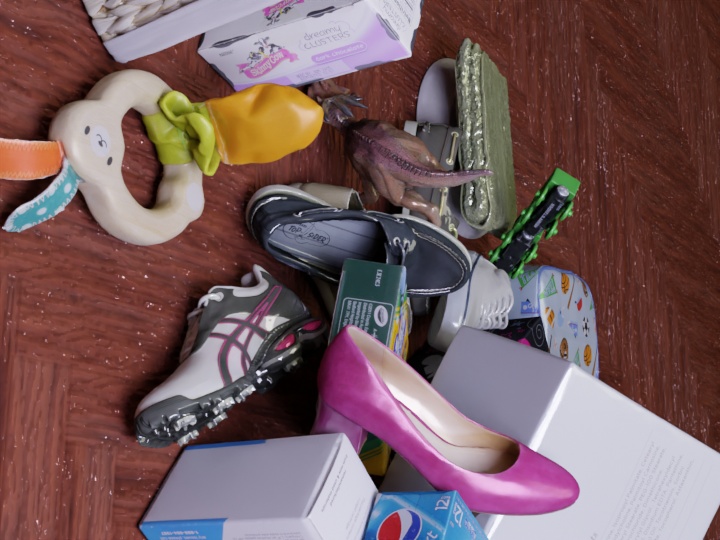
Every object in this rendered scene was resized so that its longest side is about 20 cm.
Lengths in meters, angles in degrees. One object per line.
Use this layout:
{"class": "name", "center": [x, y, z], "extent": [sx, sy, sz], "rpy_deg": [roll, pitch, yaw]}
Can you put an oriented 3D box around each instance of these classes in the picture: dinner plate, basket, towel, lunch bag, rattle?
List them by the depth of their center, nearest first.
{"class": "rattle", "center": [-0.137, -0.076, 0.861], "extent": [0.200, 0.143, 0.131], "rpy_deg": [-1, 102, -65]}
{"class": "basket", "center": [-0.105, -0.250, 0.893], "extent": [0.124, 0.200, 0.136], "rpy_deg": [60, 38, -25]}
{"class": "towel", "center": [0.131, -0.135, 1.340], "extent": [0.148, 0.036, 0.201], "rpy_deg": [13, 72, -71]}
{"class": "dinner plate", "center": [0.119, -0.135, 1.398], "extent": [0.200, 0.024, 0.201], "rpy_deg": [21, 66, -57]}
{"class": "lunch bag", "center": [0.208, 0.078, 1.446], "extent": [0.200, 0.075, 0.161], "rpy_deg": [12, 75, -59]}

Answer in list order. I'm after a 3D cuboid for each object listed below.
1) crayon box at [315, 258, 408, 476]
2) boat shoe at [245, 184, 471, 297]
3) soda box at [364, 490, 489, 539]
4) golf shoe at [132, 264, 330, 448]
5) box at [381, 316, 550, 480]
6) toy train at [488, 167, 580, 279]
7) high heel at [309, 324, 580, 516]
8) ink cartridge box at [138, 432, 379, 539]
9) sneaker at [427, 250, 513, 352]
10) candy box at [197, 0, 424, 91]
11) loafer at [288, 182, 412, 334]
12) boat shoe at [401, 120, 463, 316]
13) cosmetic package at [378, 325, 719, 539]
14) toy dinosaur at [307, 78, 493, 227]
{"class": "crayon box", "center": [0.005, 0.088, 1.042], "extent": [0.200, 0.051, 0.126], "rpy_deg": [85, 14, -67]}
{"class": "boat shoe", "center": [0.004, -0.014, 1.043], "extent": [0.199, 0.075, 0.066], "rpy_deg": [22, 18, -18]}
{"class": "soda box", "center": [0.072, 0.242, 0.913], "extent": [0.200, 0.064, 0.068], "rpy_deg": [57, 38, -36]}
{"class": "golf shoe", "center": [-0.110, 0.065, 0.951], "extent": [0.088, 0.077, 0.200], "rpy_deg": [53, 37, 4]}
{"class": "box", "center": [0.105, 0.146, 1.224], "extent": [0.200, 0.115, 0.132], "rpy_deg": [-40, 118, -53]}
{"class": "toy train", "center": [0.163, -0.029, 1.314], "extent": [0.042, 0.200, 0.056], "rpy_deg": [32, 46, -2]}
{"class": "high heel", "center": [0.065, 0.104, 0.888], "extent": [0.067, 0.200, 0.096], "rpy_deg": [-59, 166, -58]}
{"class": "ink cartridge box", "center": [-0.044, 0.221, 0.931], "extent": [0.200, 0.146, 0.086], "rpy_deg": [62, 35, -31]}
{"class": "sneaker", "center": [0.112, 0.029, 1.226], "extent": [0.200, 0.071, 0.073], "rpy_deg": [-59, 169, -67]}
{"class": "candy box", "center": [-0.027, -0.251, 1.044], "extent": [0.072, 0.167, 0.200], "rpy_deg": [44, 48, -43]}
{"class": "loafer", "center": [0.000, 0.000, 1.127], "extent": [0.200, 0.068, 0.076], "rpy_deg": [53, 42, -39]}
{"class": "boat shoe", "center": [0.067, -0.051, 1.240], "extent": [0.072, 0.060, 0.202], "rpy_deg": [85, 7, -72]}
{"class": "cosmetic package", "center": [0.159, 0.172, 1.046], "extent": [0.200, 0.167, 0.167], "rpy_deg": [31, 84, -27]}
{"class": "toy dinosaur", "center": [0.014, -0.104, 1.102], "extent": [0.086, 0.200, 0.136], "rpy_deg": [-51, 130, -13]}
